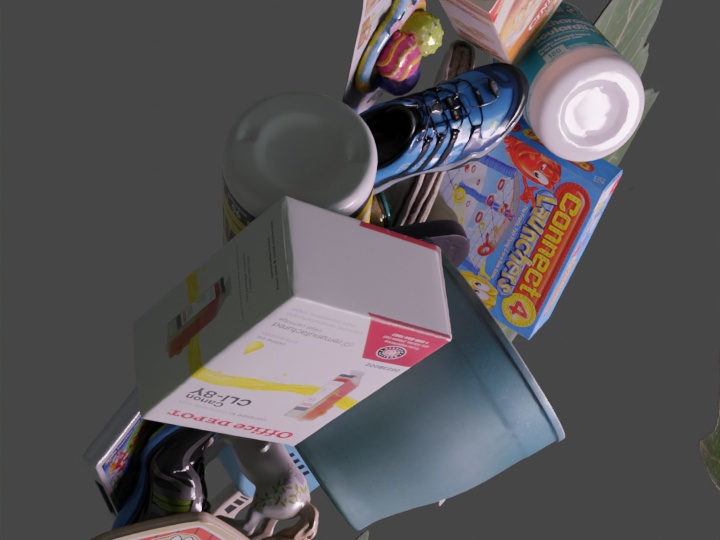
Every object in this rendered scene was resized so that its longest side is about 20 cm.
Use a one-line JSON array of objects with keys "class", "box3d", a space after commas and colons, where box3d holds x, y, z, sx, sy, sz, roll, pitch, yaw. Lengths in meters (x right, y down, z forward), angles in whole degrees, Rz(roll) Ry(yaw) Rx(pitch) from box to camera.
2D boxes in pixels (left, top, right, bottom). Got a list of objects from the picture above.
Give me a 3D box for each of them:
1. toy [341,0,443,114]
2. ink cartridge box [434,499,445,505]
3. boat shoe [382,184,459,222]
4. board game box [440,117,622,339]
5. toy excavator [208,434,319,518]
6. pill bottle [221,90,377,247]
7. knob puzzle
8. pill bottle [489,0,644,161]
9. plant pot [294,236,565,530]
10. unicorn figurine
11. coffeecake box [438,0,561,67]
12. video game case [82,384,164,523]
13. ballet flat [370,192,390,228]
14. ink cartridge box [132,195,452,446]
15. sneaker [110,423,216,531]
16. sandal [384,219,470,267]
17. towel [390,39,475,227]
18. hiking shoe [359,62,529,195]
[{"class": "toy", "box3d": [0.037, -0.191, 1.340, 0.115, 0.047, 0.200, -48, 163, -29]}, {"class": "ink cartridge box", "box3d": [0.046, 0.137, 1.763, 0.146, 0.199, 0.083, -51, 165, -23]}, {"class": "boat shoe", "box3d": [0.061, -0.029, 1.548, 0.202, 0.071, 0.061, -97, 173, -61]}, {"class": "board game box", "box3d": [0.137, -0.063, 1.655, 0.056, 0.195, 0.201, -39, 157, -52]}, {"class": "toy excavator", "box3d": [-0.104, 0.196, 1.580, 0.200, 0.100, 0.195, -35, 140, -3]}, {"class": "pill bottle", "box3d": [-0.049, -0.035, 1.239, 0.114, 0.114, 0.200, -51, 164, -27]}, {"class": "knob puzzle", "box3d": [-0.166, 0.267, 1.352, 0.220, 0.218, 0.031, 107, -22, -46]}, {"class": "pill bottle", "box3d": [0.193, -0.197, 1.590, 0.111, 0.110, 0.200, -64, -153, 23]}, {"class": "plant pot", "box3d": [0.035, 0.108, 1.336, 0.188, 0.200, 0.200, -35, 164, -2]}, {"class": "unicorn figurine", "box3d": [-0.098, 0.157, 1.415, 0.137, 0.200, 0.074, -34, -178, 24]}, {"class": "coffeecake box", "box3d": [0.140, -0.283, 1.449, 0.154, 0.073, 0.200, -57, 166, 1]}, {"class": "video game case", "box3d": [-0.173, 0.138, 1.386, 0.143, 0.018, 0.200, -52, 166, -20]}, {"class": "ballet flat", "box3d": [-0.006, -0.011, 1.476, 0.071, 0.070, 0.200, -53, 162, -21]}, {"class": "ink cartridge box", "box3d": [-0.053, 0.045, 1.176, 0.145, 0.084, 0.200, 15, 143, -35]}, {"class": "sneaker", "box3d": [-0.148, 0.185, 1.360, 0.071, 0.082, 0.200, -36, 154, -57]}, {"class": "sandal", "box3d": [0.000, 0.000, 1.391, 0.199, 0.043, 0.076, -13, 145, -9]}, {"class": "towel", "box3d": [0.065, -0.120, 1.513, 0.200, 0.034, 0.133, -76, -171, -58]}, {"class": "hiking shoe", "box3d": [0.057, -0.117, 1.357, 0.199, 0.075, 0.087, -29, 173, -6]}]
